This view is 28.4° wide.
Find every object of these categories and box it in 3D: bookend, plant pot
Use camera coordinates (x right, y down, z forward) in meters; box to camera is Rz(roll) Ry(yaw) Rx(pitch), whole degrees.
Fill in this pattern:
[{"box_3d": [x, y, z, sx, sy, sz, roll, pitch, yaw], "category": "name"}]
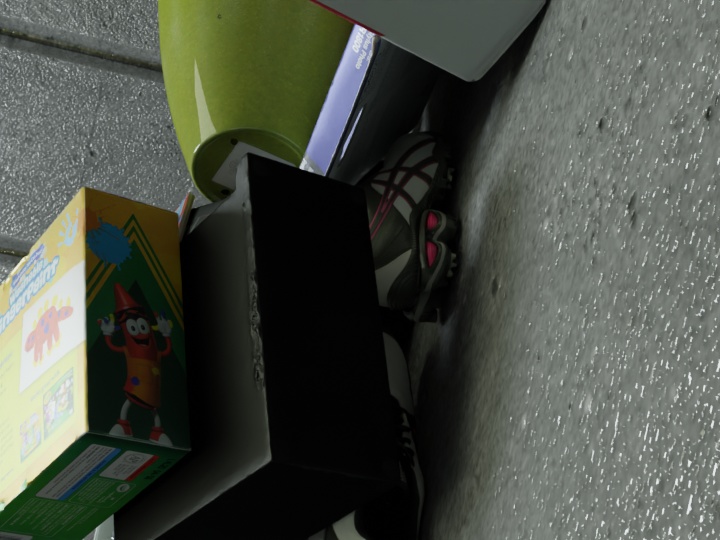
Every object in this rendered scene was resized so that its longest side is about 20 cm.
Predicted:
[{"box_3d": [-0.079, 0.070, 0.892, 0.200, 0.092, 0.200, -38, 48, 42], "category": "bookend"}, {"box_3d": [-0.078, -0.148, 1.123, 0.188, 0.185, 0.201, 110, 166, -47], "category": "plant pot"}]

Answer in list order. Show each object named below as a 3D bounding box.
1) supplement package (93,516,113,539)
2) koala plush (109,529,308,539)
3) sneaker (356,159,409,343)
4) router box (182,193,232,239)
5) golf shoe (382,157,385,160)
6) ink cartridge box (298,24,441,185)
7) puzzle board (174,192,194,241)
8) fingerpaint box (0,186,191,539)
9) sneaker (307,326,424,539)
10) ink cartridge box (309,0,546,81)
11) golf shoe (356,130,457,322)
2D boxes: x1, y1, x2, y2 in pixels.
[{"box_3d": [-0.152, 0.282, 1.330, 0.152, 0.198, 0.152, 116, 165, -63], "category": "supplement package"}, {"box_3d": [-0.076, 0.189, 1.020, 0.200, 0.178, 0.184, -42, -3, 38], "category": "koala plush"}, {"box_3d": [0.000, 0.000, 1.115, 0.083, 0.071, 0.201, 109, 170, -49], "category": "sneaker"}, {"box_3d": [-0.134, 0.048, 1.047, 0.201, 0.062, 0.150, -61, 15, -10], "category": "router box"}, {"box_3d": [-0.026, -0.061, 1.185, 0.088, 0.077, 0.202, 44, -128, -47], "category": "golf shoe"}, {"box_3d": [0.013, -0.137, 0.991, 0.200, 0.040, 0.200, -49, -12, -46], "category": "ink cartridge box"}, {"box_3d": [-0.180, 0.042, 1.051, 0.151, 0.017, 0.201, -52, 17, 27], "category": "puzzle board"}, {"box_3d": [-0.187, 0.074, 0.901, 0.200, 0.073, 0.168, -41, 46, 40], "category": "fingerpaint box"}, {"box_3d": [0.014, 0.118, 0.898, 0.080, 0.073, 0.202, -47, 34, 48], "category": "sneaker"}, {"box_3d": [0.036, -0.237, 0.879, 0.083, 0.144, 0.201, -46, 29, 45], "category": "ink cartridge box"}, {"box_3d": [0.019, -0.046, 0.992, 0.201, 0.087, 0.078, -88, 11, -59], "category": "golf shoe"}]
